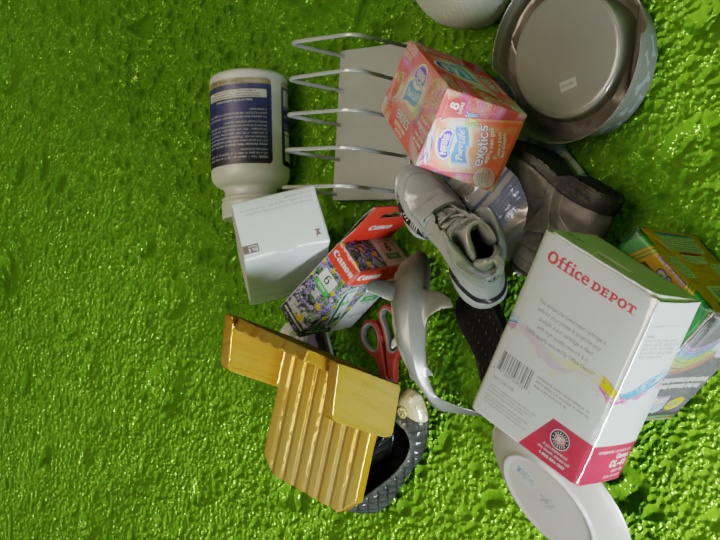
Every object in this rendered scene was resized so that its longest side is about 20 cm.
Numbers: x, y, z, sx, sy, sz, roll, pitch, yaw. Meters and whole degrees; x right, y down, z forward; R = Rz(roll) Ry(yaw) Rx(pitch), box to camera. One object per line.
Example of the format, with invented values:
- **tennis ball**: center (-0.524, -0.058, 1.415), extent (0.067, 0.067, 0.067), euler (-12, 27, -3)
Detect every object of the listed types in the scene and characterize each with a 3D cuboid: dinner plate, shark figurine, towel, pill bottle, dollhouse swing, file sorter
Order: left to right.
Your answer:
- **pill bottle**: center (-0.154, -0.171, 1.744), extent (0.110, 0.110, 0.202), euler (-8, 81, 44)
- **dollhouse swing**: center (-0.082, 0.178, 1.526), extent (0.199, 0.181, 0.177), euler (22, 88, 39)
- **file sorter**: center (-0.016, -0.195, 1.601), extent (0.138, 0.124, 0.202), euler (2, 88, 44)
- **shark figurine**: center (0.081, 0.071, 1.492), extent (0.089, 0.128, 0.217), euler (-19, 75, 32)
- **towel**: center (0.175, -0.112, 1.478), extent (0.147, 0.024, 0.201), euler (-54, 53, 27)
- **dinner plate**: center (0.207, 0.244, 1.338), extent (0.200, 0.024, 0.201), euler (43, 154, 27)

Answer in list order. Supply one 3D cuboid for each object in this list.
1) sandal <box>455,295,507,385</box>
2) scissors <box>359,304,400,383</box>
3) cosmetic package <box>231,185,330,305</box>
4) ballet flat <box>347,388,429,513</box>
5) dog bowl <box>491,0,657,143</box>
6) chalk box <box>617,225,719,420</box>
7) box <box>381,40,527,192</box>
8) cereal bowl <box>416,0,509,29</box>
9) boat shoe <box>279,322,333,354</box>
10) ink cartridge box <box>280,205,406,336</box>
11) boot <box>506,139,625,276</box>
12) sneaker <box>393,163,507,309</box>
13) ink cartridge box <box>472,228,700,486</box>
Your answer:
- **sandal**: center (0.169, 0.100, 1.460), extent (0.075, 0.048, 0.202), euler (-46, 45, 34)
- **scissors**: center (0.041, 0.145, 1.597), extent (0.073, 0.014, 0.202), euler (-28, 67, 38)
- **cosmetic package**: center (-0.102, -0.029, 1.613), extent (0.200, 0.112, 0.082), euler (102, 153, -70)
- **ballet flat**: center (0.034, 0.230, 1.550), extent (0.066, 0.056, 0.201), euler (45, 127, 34)
- **dog bowl**: center (0.241, -0.238, 1.397), extent (0.199, 0.058, 0.202), euler (-4, 85, 45)
- **chalk box**: center (0.288, 0.071, 1.284), extent (0.200, 0.124, 0.124), euler (-52, 55, 27)
- **box**: center (0.101, -0.178, 1.420), extent (0.200, 0.102, 0.095), euler (-111, 41, -64)
- **cereal bowl**: center (0.101, -0.383, 1.476), extent (0.200, 0.083, 0.202), euler (42, 138, 52)
- **boat shoe**: center (-0.055, 0.150, 1.652), extent (0.065, 0.074, 0.204), euler (-38, 55, 42)
- **ink cartridge box**: center (0.000, 0.000, 1.568), extent (0.200, 0.109, 0.051), euler (-46, 68, 32)
- **boot**: center (0.193, -0.062, 1.395), extent (0.200, 0.069, 0.133), euler (42, 119, 45)
- **sneaker**: center (0.108, -0.057, 1.443), extent (0.201, 0.075, 0.115), euler (57, 168, 17)
- **ink cartridge box**: center (0.215, 0.082, 1.210), extent (0.147, 0.085, 0.201), euler (37, 112, 39)
